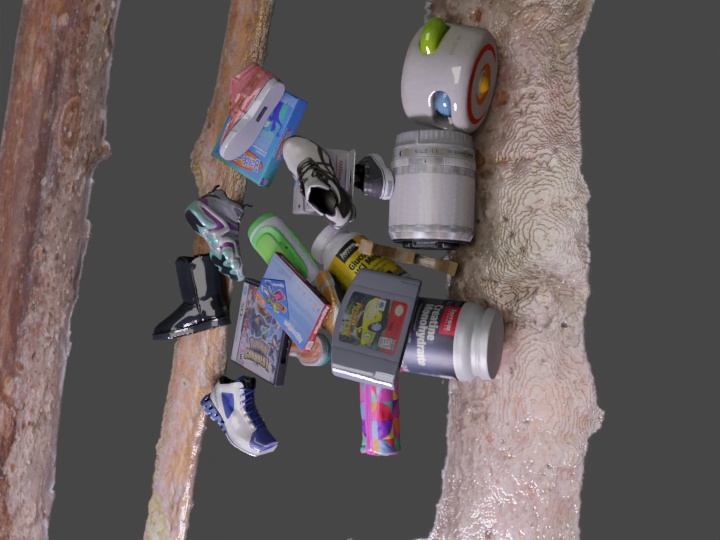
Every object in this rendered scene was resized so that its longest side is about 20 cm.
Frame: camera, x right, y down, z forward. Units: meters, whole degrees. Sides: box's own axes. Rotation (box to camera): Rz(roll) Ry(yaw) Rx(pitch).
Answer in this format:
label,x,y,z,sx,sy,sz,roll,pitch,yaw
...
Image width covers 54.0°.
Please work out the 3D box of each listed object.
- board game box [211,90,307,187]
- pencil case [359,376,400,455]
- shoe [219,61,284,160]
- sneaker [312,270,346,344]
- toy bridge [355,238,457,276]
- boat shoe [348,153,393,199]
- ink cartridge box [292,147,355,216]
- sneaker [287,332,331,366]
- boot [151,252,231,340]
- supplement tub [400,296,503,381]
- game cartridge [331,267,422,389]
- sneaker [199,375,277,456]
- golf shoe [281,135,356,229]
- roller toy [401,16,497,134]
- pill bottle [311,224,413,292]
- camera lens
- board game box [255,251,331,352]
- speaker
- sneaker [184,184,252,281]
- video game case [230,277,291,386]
label,x,y,z,sx,sy,sz,roll,pitch,yaw
board game box,-0.220,-0.305,1.527,0.151,0.045,0.203,32,101,22
pencil case,0.034,0.256,1.372,0.087,0.088,0.205,-6,87,24
shoe,-0.247,-0.335,1.480,0.091,0.071,0.201,41,100,21
sneaker,-0.024,0.089,1.323,0.076,0.086,0.203,-50,56,43
toy bridge,0.082,-0.028,1.326,0.196,0.067,0.028,13,93,-18
boat shoe,0.010,-0.177,1.339,0.065,0.201,0.071,2,113,-13
ink cartridge box,-0.074,-0.172,1.378,0.065,0.199,0.119,4,89,-20
sneaker,-0.087,0.149,1.387,0.199,0.078,0.073,5,84,65
boot,-0.388,0.057,1.575,0.196,0.076,0.172,-15,86,17
supplement tub,0.151,0.123,1.289,0.196,0.140,0.144,4,90,25
game cartridge,0.022,0.096,1.236,0.130,0.041,0.204,10,67,17
sneaker,-0.250,0.292,1.504,0.198,0.080,0.117,36,105,23
golf shoe,-0.080,-0.167,1.265,0.077,0.094,0.201,-40,79,11
roller toy,0.169,-0.345,1.273,0.137,0.199,0.186,17,106,24
pill bottle,0.000,0.000,1.378,0.199,0.112,0.113,40,104,20
camera lens,0.132,-0.142,1.295,0.157,0.159,0.205,2,89,25
board game box,-0.133,0.058,1.362,0.200,0.019,0.104,42,111,43
speaker,-0.150,-0.022,1.465,0.088,0.088,0.201,-44,72,17
sneaker,-0.274,-0.089,1.523,0.077,0.140,0.202,4,131,43
video game case,-0.203,0.123,1.470,0.198,0.025,0.185,15,96,52
